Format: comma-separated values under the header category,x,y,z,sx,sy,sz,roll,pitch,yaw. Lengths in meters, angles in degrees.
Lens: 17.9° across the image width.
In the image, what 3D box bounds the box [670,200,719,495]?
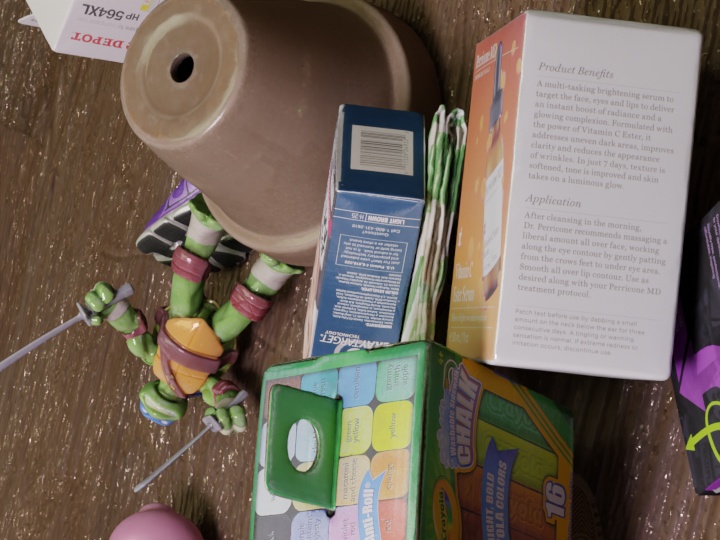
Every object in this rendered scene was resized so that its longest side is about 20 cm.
category,x,y,z,sx,sy,sz,roll,pitch,yaw
box,0.224,0.023,1.247,0.200,0.036,0.144,126,140,-57

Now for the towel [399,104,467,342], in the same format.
category,x,y,z,sx,sy,sz,roll,pitch,yaw
towel,0.042,0.012,1.491,0.153,0.023,0.201,106,170,-68

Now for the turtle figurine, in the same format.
category,x,y,z,sx,sy,sz,roll,pitch,yaw
turtle figurine,-0.135,0.052,1.717,0.144,0.199,0.194,46,117,35

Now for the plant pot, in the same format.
category,x,y,z,sx,sy,sz,roll,pitch,yaw
plant pot,-0.070,-0.116,1.596,0.200,0.174,0.201,-10,73,34

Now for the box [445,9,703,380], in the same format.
category,x,y,z,sx,sy,sz,roll,pitch,yaw
box,0.122,-0.040,1.348,0.152,0.106,0.201,164,112,-82

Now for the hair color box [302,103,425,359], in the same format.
category,x,y,z,sx,sy,sz,roll,pitch,yaw
hair color box,0.000,0.000,1.526,0.100,0.060,0.201,-88,5,-52

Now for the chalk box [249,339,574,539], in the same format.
category,x,y,z,sx,sy,sz,roll,pitch,yaw
chalk box,0.020,0.118,1.312,0.123,0.200,0.125,-10,67,36

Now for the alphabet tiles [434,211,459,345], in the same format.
category,x,y,z,sx,sy,sz,roll,pitch,yaw
alphabet tiles,0.033,0.033,1.610,0.167,0.006,0.201,-53,42,36

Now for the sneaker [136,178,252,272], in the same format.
category,x,y,z,sx,sy,sz,roll,pitch,yaw
sneaker,-0.101,-0.070,1.795,0.200,0.080,0.084,-40,37,34

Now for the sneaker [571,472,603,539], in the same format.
category,x,y,z,sx,sy,sz,roll,pitch,yaw
sneaker,0.089,0.218,1.427,0.112,0.071,0.201,8,93,54

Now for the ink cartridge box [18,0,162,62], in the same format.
category,x,y,z,sx,sy,sz,roll,pitch,yaw
ink cartridge box,-0.195,-0.267,1.912,0.201,0.128,0.125,-64,37,28

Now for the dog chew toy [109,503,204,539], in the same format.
category,x,y,z,sx,sy,sz,roll,pitch,yaw
dog chew toy,-0.157,0.276,1.759,0.124,0.124,0.201,-39,44,47
